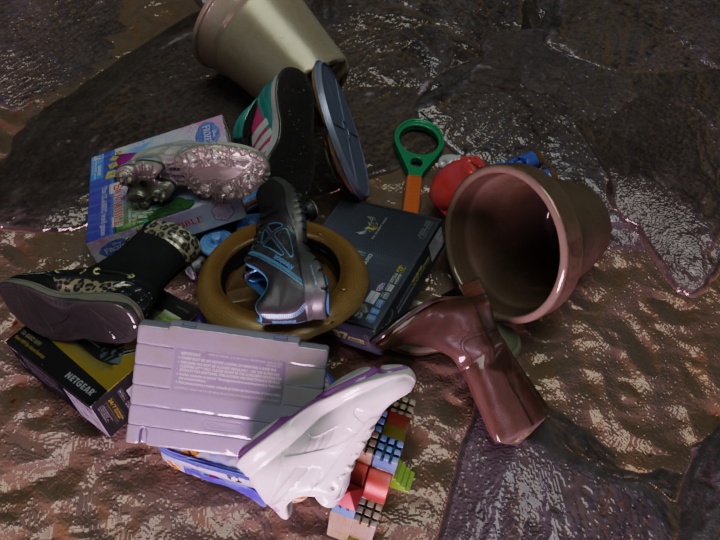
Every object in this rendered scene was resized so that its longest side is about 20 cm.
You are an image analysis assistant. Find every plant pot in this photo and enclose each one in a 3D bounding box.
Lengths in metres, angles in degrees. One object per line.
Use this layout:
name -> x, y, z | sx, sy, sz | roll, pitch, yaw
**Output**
plant pot -> -0.121, -0.330, 1.170 | 0.200, 0.201, 0.184 | -38, 77, -28
plant pot -> 0.238, -0.047, 1.012 | 0.173, 0.202, 0.201 | -13, 55, -37

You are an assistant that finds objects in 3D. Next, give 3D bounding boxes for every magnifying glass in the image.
magnifying glass -> 0.083, -0.153, 1.160 | 0.078, 0.023, 0.203 | 9, 53, 0

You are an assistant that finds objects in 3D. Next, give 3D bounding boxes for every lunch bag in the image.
lunch bag -> -0.124, 0.172, 0.874 | 0.196, 0.076, 0.162 | 15, 57, 5

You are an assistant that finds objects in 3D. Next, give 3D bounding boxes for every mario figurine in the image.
mario figurine -> 0.183, -0.117, 1.126 | 0.197, 0.108, 0.123 | -11, 20, -26

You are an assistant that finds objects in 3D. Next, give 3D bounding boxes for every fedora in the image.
fedora -> -0.089, 0.028, 0.897 | 0.196, 0.083, 0.203 | 1, 46, -1

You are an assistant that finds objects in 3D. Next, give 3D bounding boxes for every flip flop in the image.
flip flop -> 0.110, 0.071, 0.979 | 0.196, 0.058, 0.082 | 13, 54, 4

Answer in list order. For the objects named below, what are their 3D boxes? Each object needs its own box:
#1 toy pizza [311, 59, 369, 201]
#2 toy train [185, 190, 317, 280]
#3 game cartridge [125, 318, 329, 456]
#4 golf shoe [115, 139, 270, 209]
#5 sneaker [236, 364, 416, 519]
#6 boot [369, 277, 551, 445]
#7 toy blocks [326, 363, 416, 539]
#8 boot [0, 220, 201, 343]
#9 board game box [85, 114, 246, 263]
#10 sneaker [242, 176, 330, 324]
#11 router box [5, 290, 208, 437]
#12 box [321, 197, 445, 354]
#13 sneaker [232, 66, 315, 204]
toy pizza -> -0.033, -0.191, 1.074 | 0.031, 0.201, 0.203 | -17, 55, 10
toy train -> -0.155, -0.058, 1.029 | 0.198, 0.088, 0.114 | -29, 53, -21
game cartridge -> -0.136, 0.124, 0.799 | 0.196, 0.038, 0.132 | 8, 92, -3
golf shoe -> -0.199, -0.137, 0.946 | 0.196, 0.079, 0.098 | -1, 39, 14
sneaker -> -0.021, 0.165, 0.752 | 0.199, 0.075, 0.100 | -34, 86, 11
boot -> 0.122, 0.127, 0.899 | 0.184, 0.064, 0.203 | -22, 84, -30
toy blocks -> 0.015, 0.199, 0.830 | 0.098, 0.138, 0.202 | 18, 55, 7
boot -> -0.294, 0.007, 0.883 | 0.200, 0.074, 0.154 | 6, 39, 25
board game box -> -0.260, -0.113, 1.022 | 0.196, 0.042, 0.201 | -19, 43, -3
sneaker -> -0.094, -0.027, 0.839 | 0.080, 0.074, 0.202 | -12, 48, -12
router box -> -0.288, 0.081, 0.886 | 0.198, 0.053, 0.157 | 20, 51, 38
box -> 0.000, 0.000, 0.996 | 0.155, 0.052, 0.201 | 14, 52, 28
sneaker -> -0.120, -0.150, 1.006 | 0.082, 0.120, 0.204 | 13, 73, -30
